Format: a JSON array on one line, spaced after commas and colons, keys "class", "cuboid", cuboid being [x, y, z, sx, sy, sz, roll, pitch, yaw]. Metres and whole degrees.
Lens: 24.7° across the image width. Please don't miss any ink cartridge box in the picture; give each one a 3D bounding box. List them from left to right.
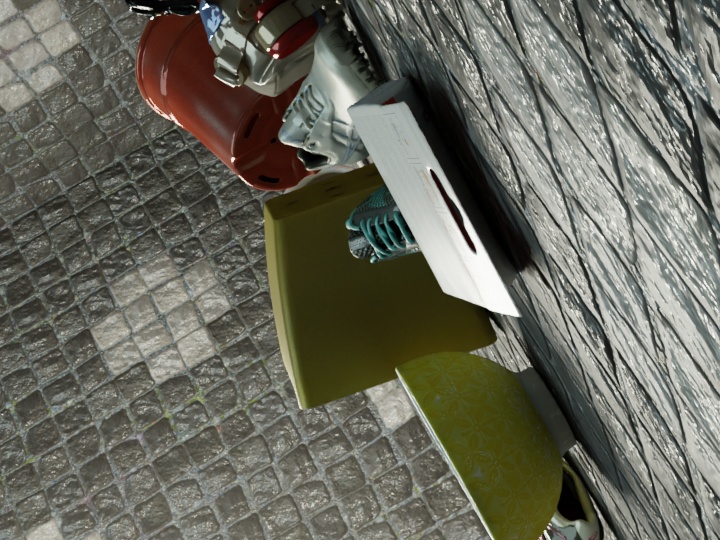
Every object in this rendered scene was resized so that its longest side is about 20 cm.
[{"class": "ink cartridge box", "cuboid": [0.062, -0.056, 1.132, 0.163, 0.050, 0.200, 61, 170, -9]}]

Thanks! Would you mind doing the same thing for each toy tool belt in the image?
[{"class": "toy tool belt", "cuboid": [-0.089, -0.221, 1.370, 0.123, 0.125, 0.200, 51, 178, 2]}]

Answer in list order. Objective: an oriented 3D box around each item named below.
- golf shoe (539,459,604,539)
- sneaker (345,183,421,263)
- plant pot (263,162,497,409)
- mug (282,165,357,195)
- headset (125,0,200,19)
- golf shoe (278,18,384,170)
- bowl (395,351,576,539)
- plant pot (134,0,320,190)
[{"class": "golf shoe", "cuboid": [0.185, 0.205, 1.632, 0.200, 0.077, 0.088, 56, 157, 36]}, {"class": "sneaker", "cuboid": [0.034, -0.035, 1.346, 0.078, 0.091, 0.200, 59, 179, -6]}, {"class": "plant pot", "cuboid": [0.000, 0.000, 1.621, 0.200, 0.199, 0.177, -125, 17, -77]}, {"class": "mug", "cuboid": [-0.023, -0.054, 2.131, 0.153, 0.149, 0.188, -80, -33, -80]}, {"class": "headset", "cuboid": [-0.158, -0.315, 1.402, 0.124, 0.093, 0.201, -96, 6, -64]}, {"class": "golf shoe", "cuboid": [-0.024, -0.132, 1.359, 0.079, 0.097, 0.200, 61, 178, 22]}, {"class": "bowl", "cuboid": [0.124, 0.145, 1.448, 0.201, 0.107, 0.200, 60, 178, 3]}, {"class": "plant pot", "cuboid": [-0.121, -0.203, 1.846, 0.195, 0.200, 0.201, 48, 171, 40]}]
